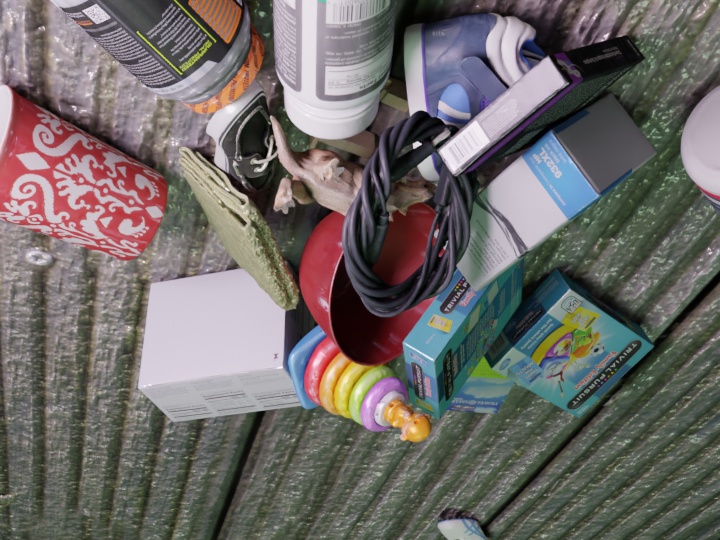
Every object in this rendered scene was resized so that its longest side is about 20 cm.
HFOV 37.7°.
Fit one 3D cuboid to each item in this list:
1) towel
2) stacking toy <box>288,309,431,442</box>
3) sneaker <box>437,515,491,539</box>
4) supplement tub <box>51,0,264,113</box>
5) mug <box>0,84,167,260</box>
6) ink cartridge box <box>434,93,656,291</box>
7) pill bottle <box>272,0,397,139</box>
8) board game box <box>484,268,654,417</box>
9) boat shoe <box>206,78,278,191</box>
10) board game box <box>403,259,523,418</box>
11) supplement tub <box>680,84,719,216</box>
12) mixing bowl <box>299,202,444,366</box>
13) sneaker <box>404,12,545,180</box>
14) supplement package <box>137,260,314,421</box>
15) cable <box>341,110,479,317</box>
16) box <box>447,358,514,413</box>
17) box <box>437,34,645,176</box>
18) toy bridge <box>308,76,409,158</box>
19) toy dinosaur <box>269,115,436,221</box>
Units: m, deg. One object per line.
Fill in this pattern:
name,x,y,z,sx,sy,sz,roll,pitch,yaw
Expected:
towel,-0.135,-0.046,1.206,0.036,0.148,0.201,-37,145,-12
stacking toy,0.016,0.148,1.265,0.116,0.199,0.111,-36,135,-23
sneaker,0.212,0.541,2.094,0.071,0.073,0.200,-15,141,25
supplement tub,-0.180,-0.236,0.929,0.121,0.124,0.200,-19,140,26
mug,-0.328,-0.105,1.153,0.199,0.178,0.134,25,103,-37
ink cartridge box,0.193,-0.081,1.118,0.084,0.145,0.200,52,134,4
pill bottle,-0.024,-0.221,0.956,0.111,0.114,0.201,2,146,-3
board game box,0.282,0.104,1.431,0.199,0.047,0.151,29,112,-35
boat shoe,-0.109,-0.133,1.074,0.064,0.071,0.200,43,169,4
board game box,0.129,0.061,1.291,0.047,0.200,0.152,28,154,23
supplement tub,0.434,-0.098,1.101,0.139,0.142,0.200,-22,139,30
mixing bowl,0.000,0.000,1.239,0.108,0.201,0.200,22,163,40
sneaker,0.124,-0.168,1.057,0.144,0.081,0.201,-1,140,11
supplement package,-0.171,0.094,1.377,0.197,0.157,0.111,-9,147,14
cable,0.049,-0.048,1.020,0.051,0.202,0.162,28,-170,37
box,0.168,0.138,1.530,0.120,0.048,0.201,6,144,-7
box,0.175,-0.159,0.998,0.143,0.036,0.199,-39,171,36
toy bridge,-0.016,-0.145,1.142,0.067,0.027,0.200,18,142,-21
toy dinosaur,-0.023,-0.089,1.077,0.199,0.136,0.086,32,113,-16
